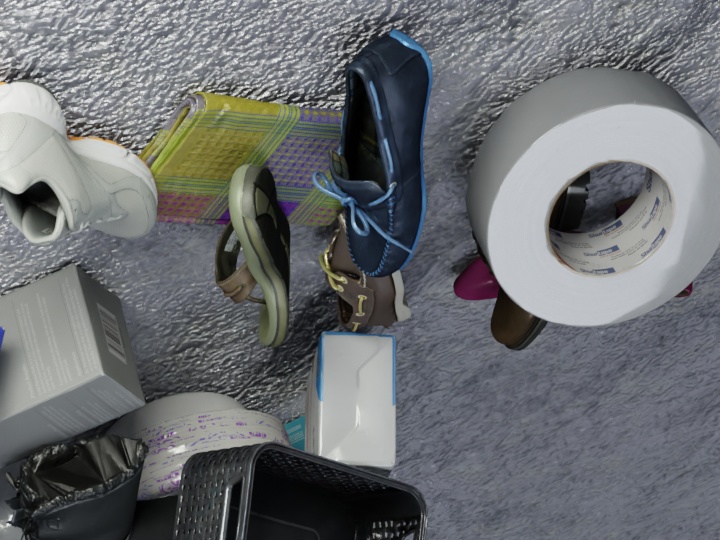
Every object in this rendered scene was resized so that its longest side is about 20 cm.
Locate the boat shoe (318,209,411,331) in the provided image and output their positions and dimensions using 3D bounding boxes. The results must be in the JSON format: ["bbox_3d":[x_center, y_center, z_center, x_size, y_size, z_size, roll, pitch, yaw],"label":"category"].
[{"bbox_3d":[0.000,0.000,1.677,0.059,0.072,0.200,-19,160,-1],"label":"boat shoe"}]

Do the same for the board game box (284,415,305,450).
[{"bbox_3d":[-0.074,0.222,2.054,0.150,0.047,0.200,-26,151,12],"label":"board game box"}]

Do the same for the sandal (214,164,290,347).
[{"bbox_3d":[-0.085,-0.015,1.563,0.057,0.080,0.201,-3,146,6],"label":"sandal"}]

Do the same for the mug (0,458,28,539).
[{"bbox_3d":[-0.338,0.254,1.795,0.175,0.200,0.148,-24,115,5],"label":"mug"}]

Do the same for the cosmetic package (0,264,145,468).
[{"bbox_3d":[-0.283,0.089,1.624,0.199,0.107,0.090,-23,153,11],"label":"cosmetic package"}]

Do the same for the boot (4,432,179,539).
[{"bbox_3d":[-0.195,0.193,1.688,0.197,0.073,0.163,-16,142,-21],"label":"boot"}]

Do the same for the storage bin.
[{"bbox_3d":[-0.049,0.229,1.697,0.200,0.136,0.094,22,156,-40],"label":"storage bin"}]

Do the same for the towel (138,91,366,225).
[{"bbox_3d":[-0.075,-0.081,1.539,0.199,0.023,0.144,2,145,-35],"label":"towel"}]

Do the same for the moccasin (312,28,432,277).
[{"bbox_3d":[0.002,-0.080,1.496,0.068,0.080,0.201,-27,132,-36],"label":"moccasin"}]

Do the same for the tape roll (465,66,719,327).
[{"bbox_3d":[0.186,-0.056,1.612,0.199,0.066,0.201,-7,123,-11],"label":"tape roll"}]

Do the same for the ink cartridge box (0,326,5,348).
[{"bbox_3d":[-0.346,0.091,1.513,0.136,0.201,0.076,20,158,-31],"label":"ink cartridge box"}]

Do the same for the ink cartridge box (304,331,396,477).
[{"bbox_3d":[-0.011,0.136,1.818,0.067,0.117,0.200,3,163,-5],"label":"ink cartridge box"}]

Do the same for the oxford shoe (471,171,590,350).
[{"bbox_3d":[0.126,-0.019,1.707,0.084,0.073,0.201,-3,126,-17],"label":"oxford shoe"}]

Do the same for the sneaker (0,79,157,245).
[{"bbox_3d":[-0.206,-0.049,1.427,0.075,0.092,0.200,-16,153,23],"label":"sneaker"}]

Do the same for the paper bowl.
[{"bbox_3d":[-0.159,0.184,1.872,0.200,0.105,0.201,-15,151,-8],"label":"paper bowl"}]

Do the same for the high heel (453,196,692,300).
[{"bbox_3d":[0.183,0.008,1.778,0.199,0.096,0.067,-22,152,5],"label":"high heel"}]
